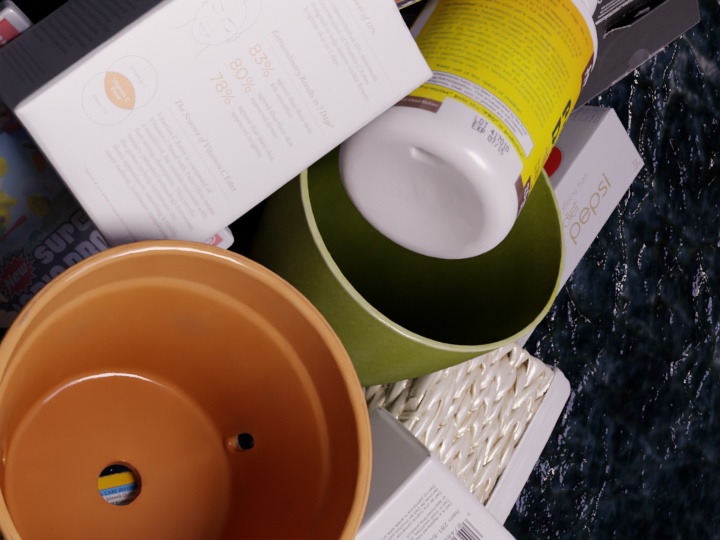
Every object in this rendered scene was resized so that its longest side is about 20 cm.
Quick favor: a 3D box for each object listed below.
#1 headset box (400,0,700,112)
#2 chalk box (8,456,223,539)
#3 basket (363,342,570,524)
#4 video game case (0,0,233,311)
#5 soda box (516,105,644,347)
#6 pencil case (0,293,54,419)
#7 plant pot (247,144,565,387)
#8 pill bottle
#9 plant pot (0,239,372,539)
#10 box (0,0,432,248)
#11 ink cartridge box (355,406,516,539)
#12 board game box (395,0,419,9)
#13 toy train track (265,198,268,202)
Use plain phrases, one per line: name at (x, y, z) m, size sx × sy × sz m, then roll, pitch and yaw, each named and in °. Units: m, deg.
headset box at (0.128, -0.182, 1.183) m, size 0.149 × 0.199 × 0.078 m, roll -35°, pitch 120°, yaw -31°
chalk box at (-0.161, 0.197, 1.012) m, size 0.124 × 0.200 × 0.125 m, roll -10°, pitch 79°, yaw -27°
basket at (0.034, 0.124, 1.206) m, size 0.123 × 0.135 × 0.201 m, roll 41°, pitch 71°, yaw -38°
video game case at (-0.187, -0.038, 0.969) m, size 0.143 × 0.017 × 0.200 m, roll -40°, pitch 121°, yaw 5°
soda box at (0.139, -0.036, 1.317) m, size 0.200 × 0.063 × 0.068 m, roll -54°, pitch 129°, yaw -20°
pencil case at (-0.227, 0.045, 0.945) m, size 0.200 × 0.089 × 0.078 m, roll 51°, pitch 49°, yaw -33°
plant pot at (0.000, 0.000, 1.092) m, size 0.186 × 0.200 × 0.188 m, roll 13°, pitch 61°, yaw -25°
pill bottle at (0.073, -0.110, 0.994) m, size 0.110 × 0.109 × 0.201 m, roll 58°, pitch 46°, yaw -34°
plant pot at (-0.110, 0.099, 0.872) m, size 0.199 × 0.140 × 0.202 m, roll 7°, pitch 72°, yaw -21°
box at (-0.083, -0.109, 0.909) m, size 0.199 × 0.097 × 0.125 m, roll -36°, pitch 120°, yaw -7°
ink cartridge box at (0.035, 0.212, 1.091) m, size 0.145 × 0.084 × 0.200 m, roll -45°, pitch 121°, yaw -4°
board game box at (-0.077, -0.204, 0.991) m, size 0.166 × 0.199 × 0.057 m, roll 56°, pitch 27°, yaw -33°
toy train track at (-0.062, -0.127, 1.139) m, size 0.115 × 0.032 × 0.200 m, roll -47°, pitch 121°, yaw -17°
